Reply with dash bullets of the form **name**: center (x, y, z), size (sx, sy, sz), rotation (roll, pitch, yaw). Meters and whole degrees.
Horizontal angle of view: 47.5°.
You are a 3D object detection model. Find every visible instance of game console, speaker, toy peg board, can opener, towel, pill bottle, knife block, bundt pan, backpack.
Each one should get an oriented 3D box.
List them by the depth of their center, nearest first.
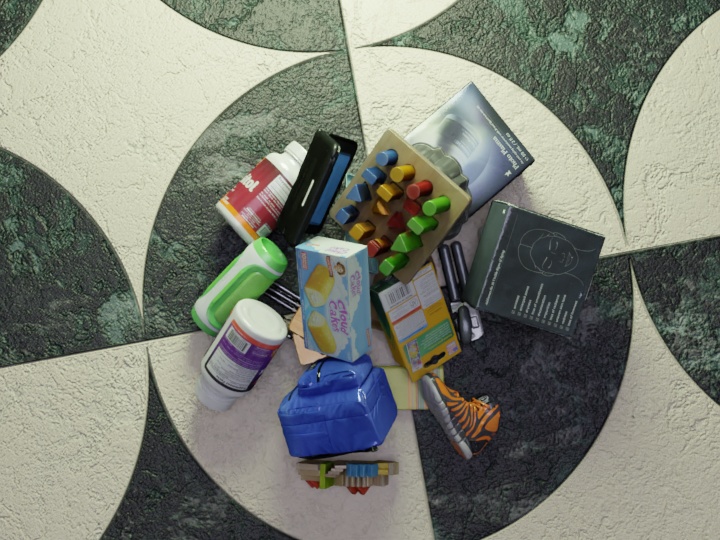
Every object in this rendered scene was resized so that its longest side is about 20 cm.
- **toy peg board**: center (0.053, -0.107, 1.436), size (0.199, 0.098, 0.201), rotation (42, 113, 11)
- **game console**: center (-0.064, -0.144, 1.512), size (0.115, 0.176, 0.202), rotation (18, 105, -26)
- **backpack**: center (-0.053, 0.249, 1.514), size (0.197, 0.162, 0.170), rotation (-17, 95, 21)
- **bundt pan**: center (0.101, -0.130, 1.515), size (0.199, 0.076, 0.205), rotation (10, 113, 24)
- **pill bottle**: center (-0.229, 0.162, 1.522), size (0.111, 0.112, 0.201), rotation (35, 112, 1)
- **speaker**: center (-0.229, 0.032, 1.548), size (0.089, 0.088, 0.200), rotation (46, 104, 2)
- **pill bottle**: center (-0.173, -0.150, 1.577), size (0.200, 0.113, 0.113), rotation (-44, 89, -6)
- **knife block**: center (-0.092, 0.088, 1.585), size (0.197, 0.064, 0.179), rotation (-15, 87, -3)
- **towel**: center (0.067, 0.230, 1.607), size (0.196, 0.018, 0.088), rotation (0, 82, -3)
- **can opener**: center (0.199, 0.042, 1.608), size (0.052, 0.067, 0.203), rotation (-12, 81, -3)

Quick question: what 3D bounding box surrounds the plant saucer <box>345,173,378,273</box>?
- **plant saucer**: center (-0.001, -0.089, 1.563), size (0.069, 0.019, 0.203), rotation (15, 60, -29)

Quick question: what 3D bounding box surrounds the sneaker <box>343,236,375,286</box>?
- **sneaker**: center (0.000, 0.000, 1.561), size (0.071, 0.085, 0.204), rotation (2, 82, -1)

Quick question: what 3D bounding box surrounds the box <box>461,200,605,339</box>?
- **box**: center (0.318, -0.004, 1.523), size (0.194, 0.124, 0.203), rotation (17, 96, -9)

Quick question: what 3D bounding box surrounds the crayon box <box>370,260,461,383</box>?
- **crayon box**: center (0.105, 0.095, 1.563), size (0.125, 0.051, 0.202), rotation (-29, 113, -19)

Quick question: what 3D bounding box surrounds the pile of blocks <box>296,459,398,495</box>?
- **pile of blocks**: center (-0.024, 0.396, 1.555), size (0.196, 0.082, 0.063), rotation (1, 85, -3)

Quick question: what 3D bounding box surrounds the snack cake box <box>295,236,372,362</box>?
- **snack cake box**: center (-0.045, 0.050, 1.461), size (0.114, 0.067, 0.203), rotation (13, 117, 35)

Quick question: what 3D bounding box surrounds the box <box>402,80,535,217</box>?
- **box**: center (0.197, -0.218, 1.597), size (0.198, 0.123, 0.201), rotation (-40, 88, -4)

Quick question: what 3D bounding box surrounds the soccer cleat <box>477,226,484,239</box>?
- **soccer cleat**: center (0.300, -0.005, 1.614), size (0.200, 0.069, 0.078), rotation (42, 88, -2)

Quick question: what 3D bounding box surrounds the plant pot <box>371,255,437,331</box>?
- **plant pot**: center (0.054, 0.019, 1.617), size (0.196, 0.027, 0.204), rotation (0, 85, -3)

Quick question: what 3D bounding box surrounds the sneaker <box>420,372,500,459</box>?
- **sneaker**: center (0.197, 0.256, 1.575), size (0.111, 0.077, 0.202), rotation (-36, 114, -13)
